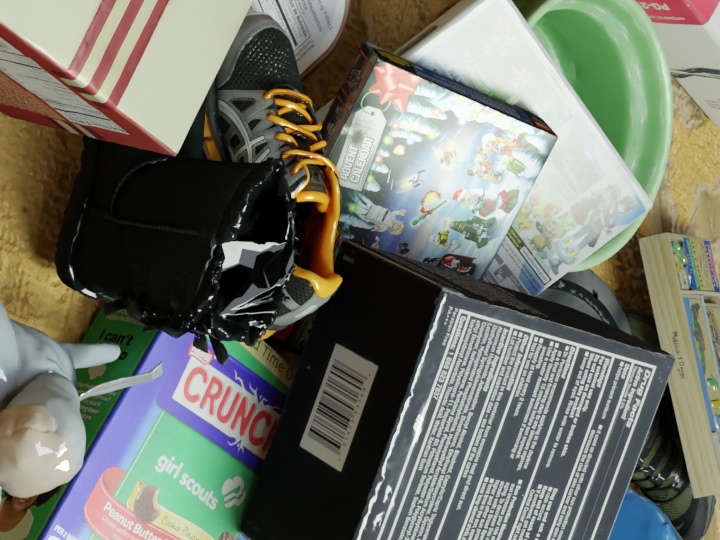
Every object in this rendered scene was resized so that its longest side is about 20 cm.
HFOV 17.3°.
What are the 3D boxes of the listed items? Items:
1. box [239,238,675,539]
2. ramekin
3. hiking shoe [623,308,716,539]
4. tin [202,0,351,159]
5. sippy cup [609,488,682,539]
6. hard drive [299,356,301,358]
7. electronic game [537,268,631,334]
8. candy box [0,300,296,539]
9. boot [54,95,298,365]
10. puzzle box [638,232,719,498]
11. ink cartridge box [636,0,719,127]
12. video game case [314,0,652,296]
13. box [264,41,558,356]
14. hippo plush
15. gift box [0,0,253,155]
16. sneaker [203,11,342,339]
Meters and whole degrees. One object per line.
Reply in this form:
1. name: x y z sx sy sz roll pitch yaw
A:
1. box: 0.060 0.109 1.477 0.198 0.123 0.201 17 96 -36
2. ramekin: 0.121 -0.104 1.662 0.200 0.097 0.201 -11 106 -44
3. hiking shoe: 0.207 0.135 1.831 0.100 0.076 0.201 -30 110 -29
4. tin: -0.079 -0.149 1.490 0.200 0.042 0.112 -46 132 -30
5. sippy cup: 0.189 0.228 1.749 0.178 0.139 0.130 -47 149 -14
6. hard drive: 0.000 0.000 1.588 0.132 0.025 0.201 -37 117 -29
7. electronic game: 0.118 0.084 1.721 0.199 0.042 0.201 -4 97 -31
8. candy box: -0.123 0.125 1.470 0.169 0.077 0.200 44 65 -40
9. boot: -0.097 -0.055 1.355 0.073 0.162 0.199 15 90 -39
10. puzzle box: 0.261 0.072 1.817 0.133 0.025 0.201 4 74 -69
11. ink cartridge box: 0.287 -0.217 1.822 0.200 0.084 0.145 43 68 -41
12. video game case: 0.068 -0.060 1.549 0.182 0.022 0.200 -37 117 3
13. box: 0.020 -0.029 1.514 0.137 0.040 0.201 21 106 -22
14. hippo plush: -0.220 0.036 1.290 0.200 0.159 0.161 -30 109 -20
15. gift box: -0.161 -0.195 1.290 0.200 0.184 0.187 41 71 -49
16. sneaker: -0.047 -0.061 1.441 0.078 0.077 0.201 4 77 -45
